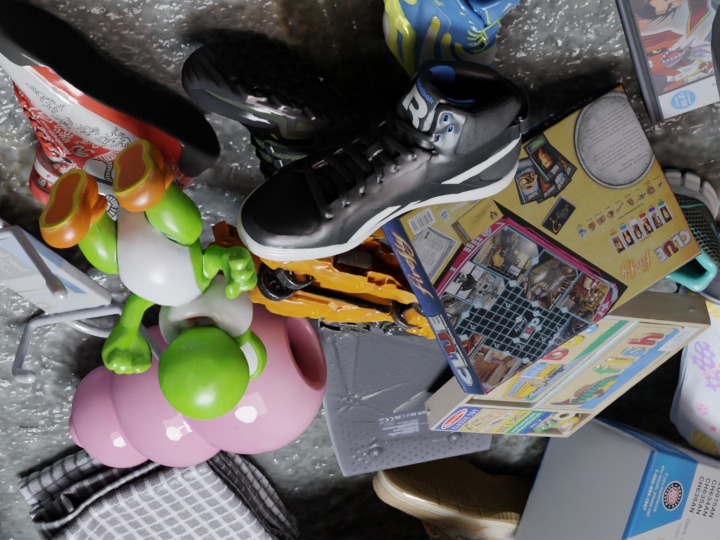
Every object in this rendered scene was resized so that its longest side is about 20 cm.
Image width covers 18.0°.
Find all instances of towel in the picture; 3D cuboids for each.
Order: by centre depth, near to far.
[{"bbox_3d":[-0.154,0.210,1.828,0.165,0.086,0.200,-26,137,13],"label":"towel"}]

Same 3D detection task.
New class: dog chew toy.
[{"bbox_3d":[-0.126,0.089,1.681,0.199,0.125,0.125,-21,138,20],"label":"dog chew toy"}]

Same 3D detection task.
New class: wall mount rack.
[{"bbox_3d":[-0.217,0.023,1.582,0.173,0.075,0.200,-8,147,39],"label":"wall mount rack"}]

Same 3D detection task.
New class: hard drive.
[{"bbox_3d":[0.034,0.076,1.759,0.134,0.042,0.201,-11,138,-3],"label":"hard drive"}]

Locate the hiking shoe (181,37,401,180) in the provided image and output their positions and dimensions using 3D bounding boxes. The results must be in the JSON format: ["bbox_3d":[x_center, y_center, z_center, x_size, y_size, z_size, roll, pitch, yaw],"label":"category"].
[{"bbox_3d":[-0.045,-0.086,1.537,0.199,0.076,0.101,19,126,-32],"label":"hiking shoe"}]

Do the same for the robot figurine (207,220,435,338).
[{"bbox_3d":[0.000,0.000,1.596,0.199,0.059,0.145,13,156,-29],"label":"robot figurine"}]

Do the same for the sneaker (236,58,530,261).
[{"bbox_3d":[0.014,-0.081,1.456,0.199,0.073,0.112,-20,150,-18],"label":"sneaker"}]

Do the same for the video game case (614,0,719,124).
[{"bbox_3d":[0.260,-0.198,1.528,0.180,0.026,0.200,-18,138,6],"label":"video game case"}]

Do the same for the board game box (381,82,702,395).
[{"bbox_3d":[0.125,-0.022,1.559,0.199,0.035,0.136,-31,100,-23],"label":"board game box"}]

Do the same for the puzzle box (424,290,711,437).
[{"bbox_3d":[0.152,0.070,1.705,0.132,0.026,0.200,6,149,-29],"label":"puzzle box"}]

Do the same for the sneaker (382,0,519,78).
[{"bbox_3d":[0.061,-0.165,1.446,0.076,0.105,0.200,-34,138,-9],"label":"sneaker"}]

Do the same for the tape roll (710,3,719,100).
[{"bbox_3d":[0.325,-0.134,1.446,0.199,0.201,0.066,-17,136,4],"label":"tape roll"}]

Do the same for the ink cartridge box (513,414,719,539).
[{"bbox_3d":[0.253,0.216,1.851,0.199,0.144,0.148,17,92,-30],"label":"ink cartridge box"}]

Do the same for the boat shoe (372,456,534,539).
[{"bbox_3d":[0.086,0.203,1.888,0.199,0.074,0.069,19,124,-31],"label":"boat shoe"}]

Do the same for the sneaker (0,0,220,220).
[{"bbox_3d":[-0.196,-0.092,1.500,0.108,0.067,0.201,-39,135,23],"label":"sneaker"}]

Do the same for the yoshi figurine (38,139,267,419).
[{"bbox_3d":[-0.122,0.021,1.484,0.112,0.112,0.200,-49,129,-19],"label":"yoshi figurine"}]

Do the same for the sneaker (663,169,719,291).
[{"bbox_3d":[0.177,-0.031,1.641,0.199,0.092,0.078,4,135,-18],"label":"sneaker"}]

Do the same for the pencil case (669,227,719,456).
[{"bbox_3d":[0.287,0.059,1.772,0.090,0.083,0.201,-21,140,-11],"label":"pencil case"}]
